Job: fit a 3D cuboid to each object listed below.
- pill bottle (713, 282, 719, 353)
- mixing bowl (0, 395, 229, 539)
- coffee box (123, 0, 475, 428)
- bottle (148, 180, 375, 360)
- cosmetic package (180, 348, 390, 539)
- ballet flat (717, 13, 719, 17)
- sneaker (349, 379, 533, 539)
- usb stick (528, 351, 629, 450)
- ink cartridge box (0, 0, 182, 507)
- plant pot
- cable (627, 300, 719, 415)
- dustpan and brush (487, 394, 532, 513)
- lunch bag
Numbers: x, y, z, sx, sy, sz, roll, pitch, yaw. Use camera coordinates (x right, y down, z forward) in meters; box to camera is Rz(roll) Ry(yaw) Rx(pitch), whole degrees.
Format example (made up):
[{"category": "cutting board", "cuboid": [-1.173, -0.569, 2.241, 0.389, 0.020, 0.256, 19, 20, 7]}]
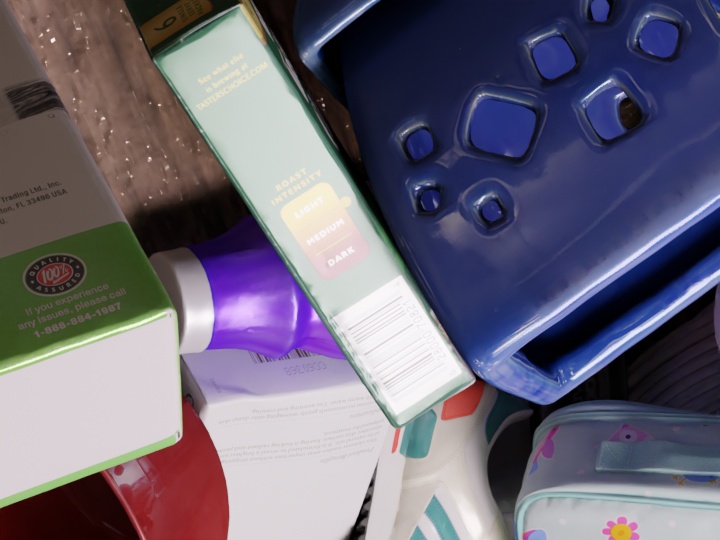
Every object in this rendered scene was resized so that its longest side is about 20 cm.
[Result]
[{"category": "pill bottle", "cuboid": [0.233, 0.015, 1.212, 0.112, 0.112, 0.200, -50, 168, 21]}, {"category": "mixing bowl", "cuboid": [-0.132, 0.104, 1.153, 0.108, 0.200, 0.200, -35, 153, -46]}, {"category": "coffee box", "cuboid": [-0.028, -0.042, 1.045, 0.044, 0.123, 0.200, -32, 118, 3]}, {"category": "bottle", "cuboid": [0.000, 0.000, 1.191, 0.200, 0.084, 0.065, -11, 137, -27]}, {"category": "cosmetic package", "cuboid": [-0.063, 0.102, 1.263, 0.113, 0.081, 0.200, -6, 136, -30]}, {"category": "ballet flat", "cuboid": [0.178, -0.096, 1.228, 0.069, 0.063, 0.200, -45, 140, 16]}, {"category": "sneaker", "cuboid": [0.037, 0.147, 1.296, 0.093, 0.200, 0.070, 11, 173, -9]}, {"category": "usb stick", "cuboid": [0.112, 0.069, 1.330, 0.055, 0.033, 0.200, -11, 114, -13]}, {"category": "ink cartridge box", "cuboid": [-0.171, -0.007, 0.972, 0.145, 0.200, 0.084, -19, 143, -16]}, {"category": "plant pot", "cuboid": [0.091, -0.077, 1.063, 0.200, 0.180, 0.200, -36, 168, 5]}, {"category": "cable", "cuboid": [0.232, 0.076, 1.416, 0.200, 0.069, 0.200, -33, 145, 24]}, {"category": "dustpan and brush", "cuboid": [0.077, 0.093, 1.380, 0.200, 0.057, 0.140, -46, 152, 26]}, {"category": "lunch bag", "cuboid": [0.179, 0.137, 1.264, 0.200, 0.077, 0.160, 2, 130, 17]}]
